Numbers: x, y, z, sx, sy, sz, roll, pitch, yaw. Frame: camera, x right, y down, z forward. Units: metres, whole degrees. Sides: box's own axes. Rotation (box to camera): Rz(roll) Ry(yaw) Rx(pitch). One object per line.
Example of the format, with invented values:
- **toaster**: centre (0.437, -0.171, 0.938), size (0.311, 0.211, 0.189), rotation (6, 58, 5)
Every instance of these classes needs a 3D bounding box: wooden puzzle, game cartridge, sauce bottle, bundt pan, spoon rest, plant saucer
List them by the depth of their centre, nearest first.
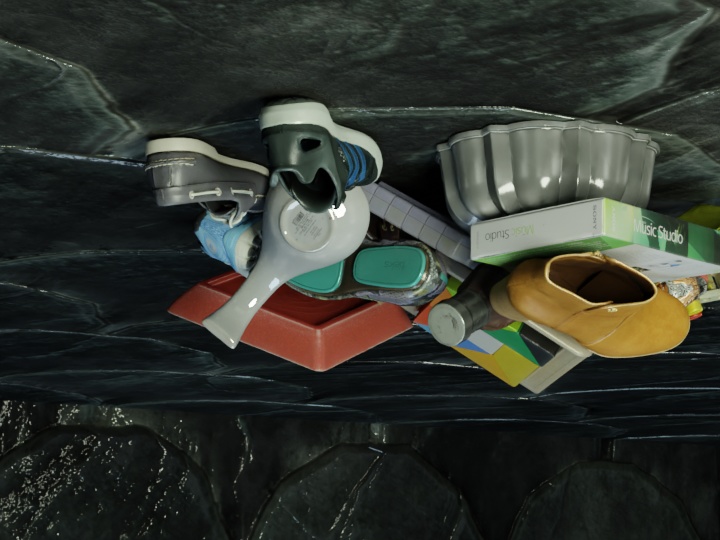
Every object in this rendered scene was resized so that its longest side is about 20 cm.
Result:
- **bundt pan**: centre (0.165, -0.069, 1.466), size (0.200, 0.076, 0.202), rotation (0, 169, 0)
- **sauce bottle**: centre (0.134, 0.017, 1.523), size (0.066, 0.066, 0.200), rotation (-8, -166, 38)
- **spoon rest**: centre (-0.070, -0.018, 1.541), size (0.099, 0.200, 0.061), rotation (40, -159, -2)
- **game cartridge**: centre (0.088, -0.033, 1.614), size (0.129, 0.039, 0.200), rotation (26, -178, 28)
- **wooden puzzle**: centre (0.130, 0.061, 1.711), size (0.184, 0.037, 0.200), rotation (33, 162, -1)
- **plant saucer**: centre (-0.070, 0.036, 1.774), size (0.199, 0.037, 0.199), rotation (21, -158, 26)

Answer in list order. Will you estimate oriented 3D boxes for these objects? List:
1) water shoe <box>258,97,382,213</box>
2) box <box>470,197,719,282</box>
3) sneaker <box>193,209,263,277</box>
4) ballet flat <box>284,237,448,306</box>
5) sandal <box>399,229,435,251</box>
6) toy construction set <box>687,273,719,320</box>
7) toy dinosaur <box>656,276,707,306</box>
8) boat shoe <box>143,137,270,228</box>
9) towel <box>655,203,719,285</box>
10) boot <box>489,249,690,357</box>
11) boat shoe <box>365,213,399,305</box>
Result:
- **water shoe**: centre (-0.037, -0.083, 1.391), size (0.071, 0.080, 0.200), rotation (-3, 168, 21)
- **box**: centre (0.211, -0.020, 1.427), size (0.144, 0.037, 0.199), rotation (-10, 166, 43)
- **sneaker**: centre (-0.120, -0.038, 1.702), size (0.090, 0.079, 0.200), rotation (26, 178, 9)
- **ballet flat**: centre (0.000, 0.000, 1.568), size (0.199, 0.073, 0.072), rotation (9, 176, 38)
- **sandal**: centre (0.043, -0.013, 1.838), size (0.076, 0.043, 0.200), rotation (-7, 167, 34)
- **toy construction set**: centre (0.354, 0.005, 1.765), size (0.199, 0.093, 0.131), rotation (6, 157, -24)
- **toy dinosaur**: centre (0.253, 0.027, 1.645), size (0.199, 0.103, 0.135), rotation (12, -166, 37)
- **boat shoe**: centre (-0.134, -0.069, 1.509), size (0.072, 0.063, 0.200), rotation (-7, 168, 22)
- **towel**: centre (0.278, -0.013, 1.594), size (0.199, 0.018, 0.086), rotation (-32, -158, -21)
- **boot**: centre (0.218, 0.029, 1.393), size (0.200, 0.071, 0.144), rotation (10, 170, -18)
- **boat shoe**: centre (0.006, -0.034, 1.691), size (0.070, 0.071, 0.200), rotation (-38, 153, 1)
